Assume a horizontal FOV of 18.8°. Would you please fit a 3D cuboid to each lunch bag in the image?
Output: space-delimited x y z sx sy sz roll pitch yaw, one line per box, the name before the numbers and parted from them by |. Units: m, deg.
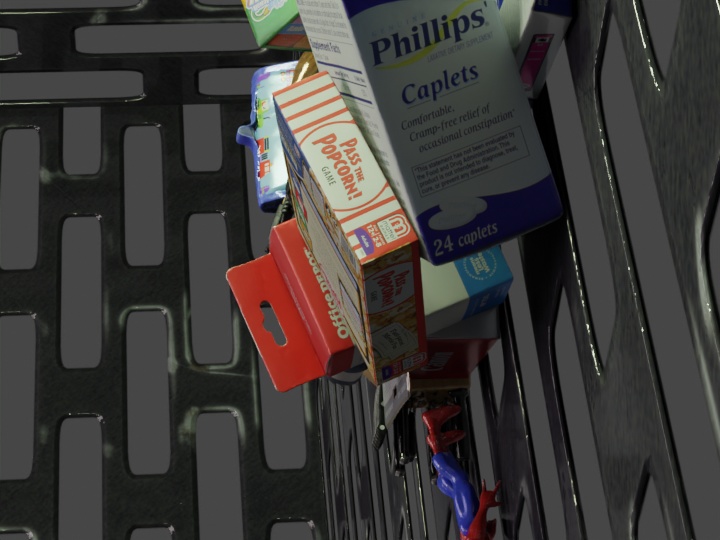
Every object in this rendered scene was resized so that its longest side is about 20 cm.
lunch bag | -0.018 -0.129 2.070 0.094 0.199 0.151 99 168 -62

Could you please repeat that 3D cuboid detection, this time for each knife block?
knife block | 0.074 0.086 1.979 0.200 0.175 0.064 -46 -9 -18

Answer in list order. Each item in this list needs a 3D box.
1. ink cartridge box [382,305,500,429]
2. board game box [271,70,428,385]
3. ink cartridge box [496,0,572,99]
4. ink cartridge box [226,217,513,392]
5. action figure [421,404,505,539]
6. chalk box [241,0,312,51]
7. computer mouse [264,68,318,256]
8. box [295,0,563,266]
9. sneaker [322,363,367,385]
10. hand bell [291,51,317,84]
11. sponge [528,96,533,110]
ink cartridge box | 0.064 0.035 1.851 0.200 0.083 0.177 111 158 -78
board game box | -0.006 -0.027 1.563 0.200 0.046 0.152 83 162 -64
ink cartridge box | 0.116 -0.193 1.472 0.200 0.037 0.095 98 170 -74
ink cartridge box | 0.005 0.003 1.710 0.067 0.199 0.117 105 141 -72
action figure | 0.093 0.207 1.789 0.066 0.051 0.201 86 174 -54
chalk box | -0.019 -0.247 1.691 0.124 0.124 0.201 -34 67 37
computer mouse | -0.042 -0.084 1.951 0.140 0.046 0.201 135 149 -80
box | 0.044 -0.123 1.527 0.184 0.104 0.201 -147 37 -75
sneaker | 0.000 0.000 1.826 0.082 0.070 0.201 -55 26 40
hand bell | -0.017 -0.235 2.063 0.200 0.104 0.104 -57 -16 -34
sponge | 0.102 -0.136 1.669 0.200 0.030 0.112 103 164 -69
